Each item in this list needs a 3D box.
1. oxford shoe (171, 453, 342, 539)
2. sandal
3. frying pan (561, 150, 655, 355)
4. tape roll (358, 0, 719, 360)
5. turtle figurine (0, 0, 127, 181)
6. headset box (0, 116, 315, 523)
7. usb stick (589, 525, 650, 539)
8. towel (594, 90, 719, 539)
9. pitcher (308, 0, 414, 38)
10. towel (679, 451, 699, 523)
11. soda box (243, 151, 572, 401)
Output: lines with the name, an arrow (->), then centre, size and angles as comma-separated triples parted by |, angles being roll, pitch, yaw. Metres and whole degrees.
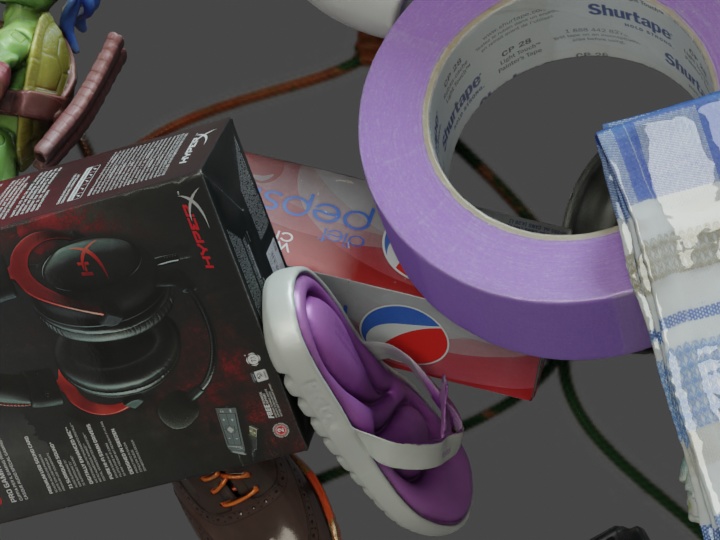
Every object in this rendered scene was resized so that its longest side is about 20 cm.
oxford shoe -> -0.073, 0.102, 1.177 | 0.071, 0.073, 0.200 | -33, 81, 9
sandal -> 0.018, 0.067, 1.097 | 0.050, 0.203, 0.083 | -17, 53, 22
frying pan -> 0.168, 0.003, 1.109 | 0.190, 0.031, 0.115 | 40, 112, 41
tape roll -> 0.102, -0.061, 1.084 | 0.200, 0.066, 0.200 | -5, 62, 9
turtle figurine -> -0.227, -0.070, 1.187 | 0.144, 0.200, 0.194 | 3, 93, 47
headset box -> -0.134, 0.030, 1.094 | 0.200, 0.075, 0.149 | -14, 111, 15
usb stick -> 0.067, 0.198, 1.164 | 0.200, 0.033, 0.056 | -33, 74, 10
towel -> 0.193, 0.012, 0.988 | 0.147, 0.024, 0.200 | -16, 83, 5
pitcher -> 0.007, -0.227, 1.160 | 0.172, 0.121, 0.200 | -37, 69, -7
towel -> 0.260, 0.048, 1.120 | 0.171, 0.048, 0.200 | 16, 91, 10
soda box -> 0.000, 0.000, 1.146 | 0.200, 0.063, 0.070 | 14, 51, 7
